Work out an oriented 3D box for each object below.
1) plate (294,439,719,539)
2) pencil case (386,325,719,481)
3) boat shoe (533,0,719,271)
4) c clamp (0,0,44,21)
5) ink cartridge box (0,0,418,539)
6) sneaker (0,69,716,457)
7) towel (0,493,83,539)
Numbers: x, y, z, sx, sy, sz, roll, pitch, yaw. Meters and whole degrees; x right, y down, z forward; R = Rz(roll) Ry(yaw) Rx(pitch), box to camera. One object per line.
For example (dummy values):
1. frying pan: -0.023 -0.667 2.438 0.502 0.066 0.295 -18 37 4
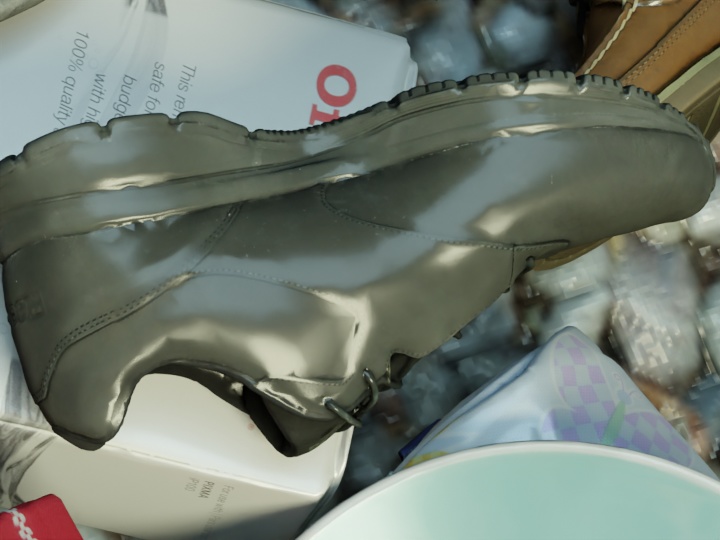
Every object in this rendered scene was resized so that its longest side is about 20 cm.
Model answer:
1. plate: 0.050 0.146 0.750 0.198 0.026 0.202 0 81 1
2. pencil case: 0.090 0.111 0.808 0.200 0.083 0.091 46 61 6
3. boat shoe: 0.095 -0.077 0.897 0.068 0.072 0.200 43 56 10
4. c clamp: -0.126 -0.152 0.821 0.170 0.027 0.200 -21 62 -30
5. ink cartridge box: -0.097 -0.011 0.812 0.198 0.083 0.148 14 66 -7
6. sneaker: 0.000 0.000 0.755 0.198 0.076 0.091 -9 81 -10
7. towel: -0.095 0.137 0.658 0.145 0.022 0.200 57 31 8
